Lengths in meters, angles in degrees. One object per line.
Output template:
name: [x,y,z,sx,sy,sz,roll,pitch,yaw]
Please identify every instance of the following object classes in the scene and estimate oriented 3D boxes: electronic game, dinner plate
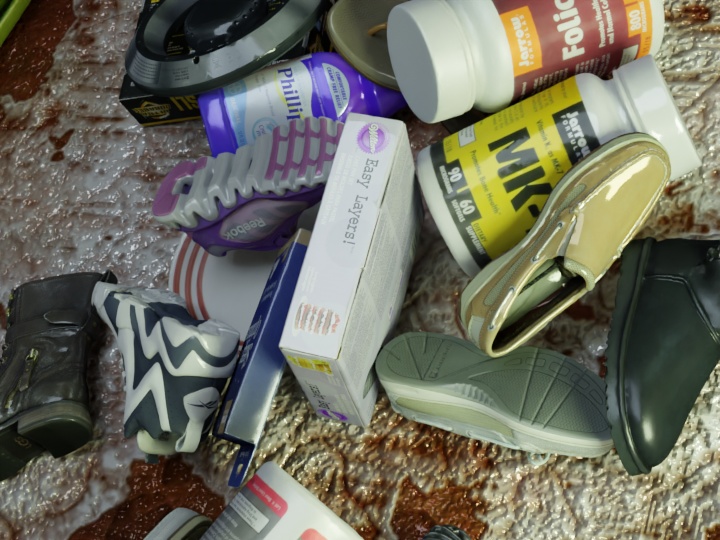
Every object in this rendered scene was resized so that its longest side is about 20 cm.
electronic game: [-0.118,-0.220,1.530,0.199,0.042,0.201,-18,36,13]
dinner plate: [-0.074,-0.006,1.477,0.199,0.024,0.201,-14,56,21]

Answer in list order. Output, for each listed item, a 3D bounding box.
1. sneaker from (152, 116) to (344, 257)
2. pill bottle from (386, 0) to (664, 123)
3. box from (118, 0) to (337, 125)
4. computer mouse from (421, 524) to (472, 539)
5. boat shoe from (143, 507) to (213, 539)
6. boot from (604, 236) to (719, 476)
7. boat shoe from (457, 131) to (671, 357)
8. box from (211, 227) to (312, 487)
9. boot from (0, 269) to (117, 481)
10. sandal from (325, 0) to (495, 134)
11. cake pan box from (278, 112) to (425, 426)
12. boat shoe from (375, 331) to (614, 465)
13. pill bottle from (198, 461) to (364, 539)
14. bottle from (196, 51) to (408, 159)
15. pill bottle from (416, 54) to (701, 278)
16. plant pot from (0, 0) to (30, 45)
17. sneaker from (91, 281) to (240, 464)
sneaker: [-0.072,-0.061,1.435,0.199,0.089,0.081,-16,40,29]
pill bottle: [0.130,-0.192,1.374,0.199,0.115,0.114,-20,50,-16]
box: [-0.119,-0.223,1.613,0.199,0.049,0.160,-5,58,26]
computer mouse: [0.031,0.290,1.235,0.200,0.053,0.139,-37,52,-10]
boat shoe: [-0.195,0.262,1.352,0.068,0.075,0.200,34,82,32]
boot: [0.265,0.046,1.225,0.167,0.077,0.201,-9,49,27]
boat shoe: [0.158,-0.012,1.263,0.200,0.072,0.076,-49,23,11]
box: [-0.077,0.070,1.355,0.032,0.121,0.201,20,81,-7]
boot: [-0.306,0.090,1.528,0.199,0.069,0.175,-15,51,15]
sandal: [0.060,-0.172,1.436,0.200,0.054,0.080,40,71,13]
cake pan box: [0.000,0.000,1.319,0.052,0.184,0.201,13,74,10]
boat shoe: [0.106,0.101,1.301,0.201,0.065,0.075,11,49,26]
pill bottle: [-0.091,0.250,1.280,0.200,0.111,0.111,-49,52,-6]
bottle: [-0.037,-0.145,1.491,0.199,0.065,0.084,-16,83,0]
pill bottle: [0.154,-0.083,1.342,0.199,0.114,0.115,-25,53,13]
plant pot: [-0.457,-0.290,1.748,0.198,0.182,0.201,22,74,35]
sneaker: [-0.174,0.088,1.430,0.199,0.079,0.130,21,101,47]
